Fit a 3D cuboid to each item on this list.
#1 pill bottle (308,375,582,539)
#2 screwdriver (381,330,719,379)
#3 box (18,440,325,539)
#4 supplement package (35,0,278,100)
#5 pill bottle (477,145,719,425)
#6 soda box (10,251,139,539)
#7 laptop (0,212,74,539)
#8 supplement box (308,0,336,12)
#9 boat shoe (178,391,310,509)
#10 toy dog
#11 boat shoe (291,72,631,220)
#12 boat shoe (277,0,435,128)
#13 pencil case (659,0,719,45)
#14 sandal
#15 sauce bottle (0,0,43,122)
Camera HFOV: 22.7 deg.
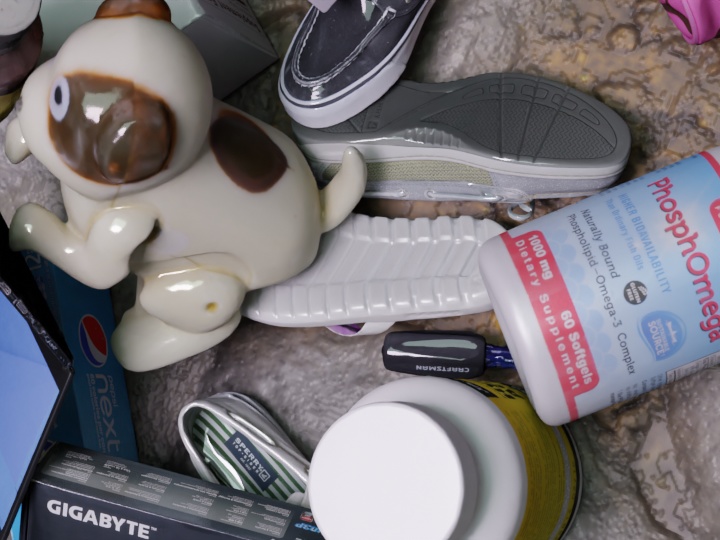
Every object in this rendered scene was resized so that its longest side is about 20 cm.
[{"bbox_3d":[0.045,0.113,0.957,0.110,0.200,0.112,-2,85,19],"label":"pill bottle"},{"bbox_3d":[0.110,0.055,1.020,0.198,0.028,0.029,7,103,7],"label":"screwdriver"},{"bbox_3d":[-0.099,0.198,1.031,0.198,0.046,0.160,14,117,8],"label":"box"},{"bbox_3d":[-0.161,-0.190,1.104,0.116,0.117,0.201,-33,74,14],"label":"supplement package"},{"bbox_3d":[0.170,0.000,0.957,0.198,0.109,0.110,-22,78,2],"label":"pill bottle"},{"bbox_3d":[-0.186,0.087,1.116,0.064,0.068,0.202,-14,81,20],"label":"soda box"},{"bbox_3d":[-0.235,0.017,1.001,0.103,0.201,0.177,-36,40,-3],"label":"laptop"},{"bbox_3d":[-0.070,-0.238,1.033,0.061,0.109,0.200,-47,40,9],"label":"supplement box"},{"bbox_3d":[-0.039,0.152,1.056,0.200,0.067,0.074,41,100,19],"label":"boat shoe"},{"bbox_3d":[-0.109,-0.054,0.983,0.192,0.200,0.141,-6,58,20],"label":"toy dog"},{"bbox_3d":[0.059,-0.068,1.045,0.200,0.065,0.075,3,48,17],"label":"boat shoe"},{"bbox_3d":[0.015,-0.175,1.036,0.072,0.068,0.200,36,82,29],"label":"boat shoe"},{"bbox_3d":[0.248,-0.196,0.966,0.199,0.094,0.091,-24,78,18],"label":"pencil case"},{"bbox_3d":[-0.002,0.007,1.060,0.201,0.050,0.083,5,60,22],"label":"sandal"},{"bbox_3d":[-0.205,-0.122,0.965,0.065,0.200,0.067,3,80,-16],"label":"sauce bottle"}]
